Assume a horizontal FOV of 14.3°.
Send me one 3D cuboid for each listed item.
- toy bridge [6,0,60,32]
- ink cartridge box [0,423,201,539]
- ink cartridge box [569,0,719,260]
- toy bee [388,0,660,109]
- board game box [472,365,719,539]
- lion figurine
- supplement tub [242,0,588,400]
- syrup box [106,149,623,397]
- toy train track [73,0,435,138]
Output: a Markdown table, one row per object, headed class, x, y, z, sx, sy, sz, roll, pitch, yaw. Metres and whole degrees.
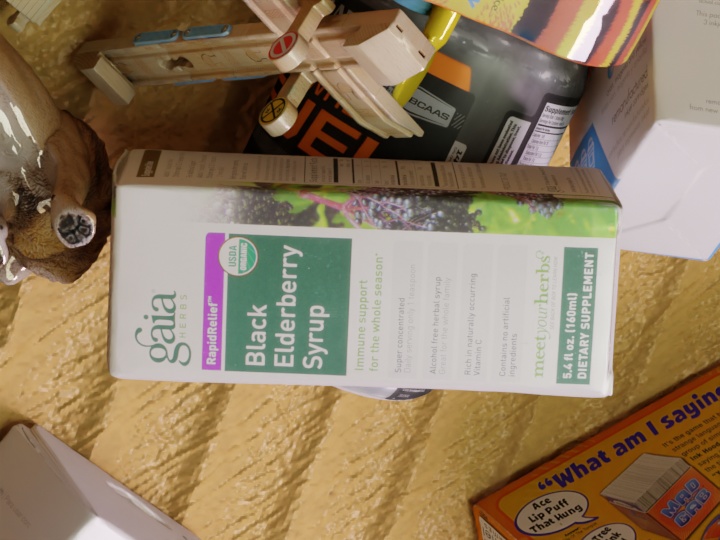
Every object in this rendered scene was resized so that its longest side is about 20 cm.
| class | x | y | z | sx | sy | sz | roll | pitch | yaw |
| --- | --- | --- | --- | --- | --- | --- | --- | --- | --- |
| toy bridge | -0.077 | -0.175 | 1.161 | 0.200 | 0.027 | 0.067 | -51 | 133 | 1 |
| ink cartridge box | -0.154 | 0.190 | 1.285 | 0.200 | 0.084 | 0.146 | -50 | 133 | 1 |
| ink cartridge box | 0.135 | -0.121 | 1.239 | 0.067 | 0.201 | 0.115 | 7 | 153 | -12 |
| toy bee | 0.022 | -0.121 | 1.105 | 0.199 | 0.109 | 0.132 | 5 | 114 | 0 |
| board game box | 0.204 | 0.195 | 1.460 | 0.199 | 0.200 | 0.201 | -27 | 129 | -20 |
| lion figurine | -0.153 | -0.071 | 1.132 | 0.072 | 0.123 | 0.201 | -22 | 116 | 6 |
| supplement tub | 0.019 | -0.056 | 1.234 | 0.122 | 0.122 | 0.201 | 15 | 106 | -40 |
| syrup box | 0.000 | 0.000 | 1.144 | 0.199 | 0.081 | 0.079 | 2 | 103 | -2 |
| toy train track | -0.051 | -0.077 | 1.124 | 0.115 | 0.199 | 0.033 | 46 | 63 | -31 |
